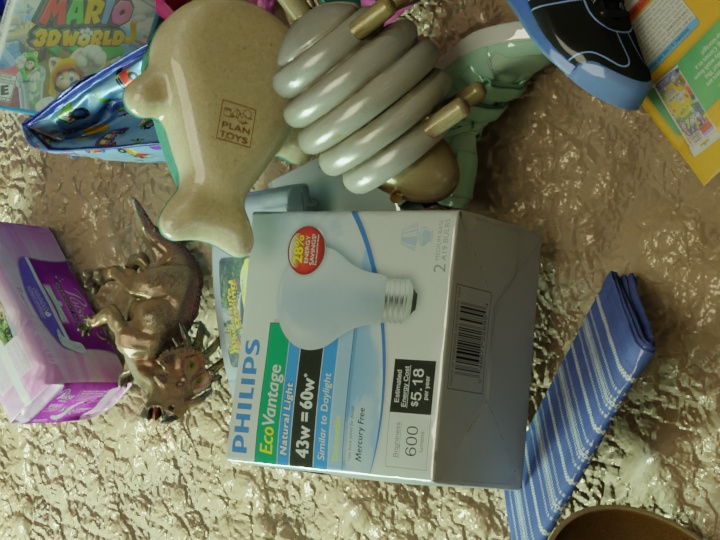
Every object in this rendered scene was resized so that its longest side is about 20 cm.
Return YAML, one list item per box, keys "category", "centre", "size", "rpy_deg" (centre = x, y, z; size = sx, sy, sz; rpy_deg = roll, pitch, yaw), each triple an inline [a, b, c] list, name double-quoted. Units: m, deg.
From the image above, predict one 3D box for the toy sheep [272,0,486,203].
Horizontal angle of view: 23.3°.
- category: "toy sheep"
  centre: [0.004, -0.134, 1.280]
  size: [0.137, 0.138, 0.201]
  rpy_deg: [-33, 95, 33]

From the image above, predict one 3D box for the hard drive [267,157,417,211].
- category: "hard drive"
  centre: [0.000, 0.000, 1.444]
  size: [0.131, 0.026, 0.202]
  rpy_deg: [-23, 76, 36]

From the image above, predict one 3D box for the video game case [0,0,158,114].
- category: "video game case"
  centre: [-0.245, -0.230, 1.547]
  size: [0.018, 0.142, 0.201]
  rpy_deg: [39, 114, 48]

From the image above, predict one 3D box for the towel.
- category: "towel"
  centre: [0.158, 0.109, 1.268]
  size: [0.024, 0.145, 0.201]
  rpy_deg: [22, 110, -8]

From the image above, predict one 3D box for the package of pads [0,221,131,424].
- category: "package of pads"
  centre: [-0.307, 0.045, 1.624]
  size: [0.076, 0.120, 0.201]
  rpy_deg: [-42, 66, 24]

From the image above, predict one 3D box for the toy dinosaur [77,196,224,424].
- category: "toy dinosaur"
  centre: [-0.172, 0.039, 1.548]
  size: [0.135, 0.086, 0.202]
  rpy_deg: [0, 79, 30]

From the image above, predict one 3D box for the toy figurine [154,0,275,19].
- category: "toy figurine"
  centre: [-0.107, -0.276, 1.471]
  size: [0.199, 0.150, 0.186]
  rpy_deg: [18, 114, 26]

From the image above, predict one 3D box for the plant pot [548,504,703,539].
- category: "plant pot"
  centre: [0.165, 0.301, 1.242]
  size: [0.187, 0.185, 0.201]
  rpy_deg: [52, 133, 24]

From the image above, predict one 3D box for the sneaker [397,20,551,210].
- category: "sneaker"
  centre: [0.094, -0.112, 1.336]
  size: [0.200, 0.073, 0.119]
  rpy_deg: [-24, 73, 43]

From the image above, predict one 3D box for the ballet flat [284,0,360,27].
- category: "ballet flat"
  centre: [-0.061, -0.269, 1.349]
  size: [0.067, 0.068, 0.202]
  rpy_deg: [-28, 77, 54]

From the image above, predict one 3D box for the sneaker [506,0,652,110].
- category: "sneaker"
  centre: [0.150, -0.205, 1.231]
  size: [0.201, 0.070, 0.078]
  rpy_deg: [54, 127, 24]

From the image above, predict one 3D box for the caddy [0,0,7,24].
- category: "caddy"
  centre: [-0.345, -0.255, 1.623]
  size: [0.105, 0.140, 0.200]
  rpy_deg: [-62, 40, 26]

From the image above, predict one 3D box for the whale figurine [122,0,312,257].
- category: "whale figurine"
  centre: [-0.114, -0.106, 1.334]
  size: [0.104, 0.158, 0.202]
  rpy_deg: [-25, 56, 58]

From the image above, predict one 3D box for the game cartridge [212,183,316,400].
- category: "game cartridge"
  centre: [-0.075, 0.033, 1.475]
  size: [0.133, 0.041, 0.202]
  rpy_deg: [-6, 91, 58]

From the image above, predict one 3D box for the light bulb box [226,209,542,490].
- category: "light bulb box"
  centre: [0.018, 0.059, 1.321]
  size: [0.199, 0.124, 0.200]
  rpy_deg: [0, 81, 37]

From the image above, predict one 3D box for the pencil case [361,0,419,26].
- category: "pencil case"
  centre: [0.045, -0.267, 1.360]
  size: [0.200, 0.093, 0.091]
  rpy_deg: [-36, 70, 33]

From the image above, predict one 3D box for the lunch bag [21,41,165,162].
- category: "lunch bag"
  centre: [-0.180, -0.125, 1.502]
  size: [0.199, 0.150, 0.095]
  rpy_deg: [-15, 81, 37]

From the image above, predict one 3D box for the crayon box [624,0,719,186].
- category: "crayon box"
  centre: [0.239, -0.175, 1.237]
  size: [0.126, 0.051, 0.201]
  rpy_deg: [-46, 64, 30]
